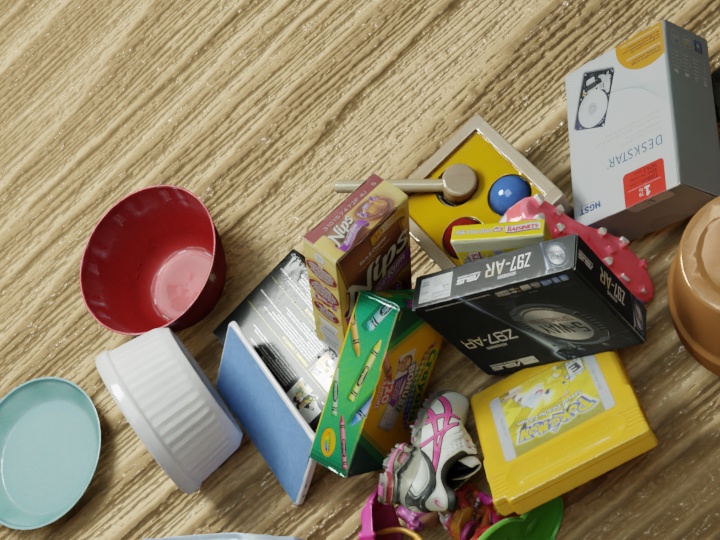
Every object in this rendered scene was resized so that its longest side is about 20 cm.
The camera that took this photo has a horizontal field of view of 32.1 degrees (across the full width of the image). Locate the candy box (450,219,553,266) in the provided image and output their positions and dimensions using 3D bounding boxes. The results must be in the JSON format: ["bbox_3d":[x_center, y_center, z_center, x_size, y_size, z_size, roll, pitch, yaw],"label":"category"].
[{"bbox_3d":[0.176,0.014,1.360,0.102,0.200,0.027,-2,56,24],"label":"candy box"}]

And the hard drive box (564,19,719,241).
[{"bbox_3d":[0.313,-0.150,1.396,0.156,0.077,0.201,-27,56,48],"label":"hard drive box"}]

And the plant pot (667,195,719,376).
[{"bbox_3d":[0.408,0.005,1.292,0.199,0.140,0.201,-9,68,22],"label":"plant pot"}]

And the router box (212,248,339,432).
[{"bbox_3d":[-0.068,0.093,1.524,0.149,0.051,0.200,-45,59,5],"label":"router box"}]

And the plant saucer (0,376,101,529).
[{"bbox_3d":[-0.414,0.240,1.634,0.199,0.036,0.201,-8,67,21],"label":"plant saucer"}]

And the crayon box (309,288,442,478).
[{"bbox_3d":[0.023,0.122,1.397,0.058,0.119,0.201,23,103,30],"label":"crayon box"}]

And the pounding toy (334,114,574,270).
[{"bbox_3d":[0.113,-0.074,1.455,0.184,0.142,0.200,-44,59,3],"label":"pounding toy"}]

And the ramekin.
[{"bbox_3d":[-0.221,0.159,1.491,0.094,0.203,0.203,-35,59,-5],"label":"ramekin"}]

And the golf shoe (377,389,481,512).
[{"bbox_3d":[0.091,0.200,1.357,0.092,0.200,0.073,13,120,17],"label":"golf shoe"}]

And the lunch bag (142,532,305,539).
[{"bbox_3d":[-0.150,0.388,1.406,0.199,0.127,0.170,-12,63,30],"label":"lunch bag"}]

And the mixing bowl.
[{"bbox_3d":[-0.249,0.002,1.609,0.199,0.108,0.201,-8,67,20],"label":"mixing bowl"}]

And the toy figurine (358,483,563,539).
[{"bbox_3d":[0.089,0.280,1.350,0.184,0.150,0.200,23,59,39],"label":"toy figurine"}]

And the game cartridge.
[{"bbox_3d":[0.207,0.158,1.323,0.176,0.032,0.200,-30,23,11],"label":"game cartridge"}]

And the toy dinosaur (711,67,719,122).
[{"bbox_3d":[0.423,-0.201,1.417,0.200,0.077,0.102,-55,39,12],"label":"toy dinosaur"}]

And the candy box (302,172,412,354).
[{"bbox_3d":[0.000,0.000,1.394,0.056,0.200,0.117,35,64,26],"label":"candy box"}]

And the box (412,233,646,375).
[{"bbox_3d":[0.180,0.041,1.336,0.199,0.160,0.044,-15,50,34],"label":"box"}]

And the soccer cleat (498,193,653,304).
[{"bbox_3d":[0.235,-0.015,1.374,0.076,0.200,0.067,-38,33,42],"label":"soccer cleat"}]

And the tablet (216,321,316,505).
[{"bbox_3d":[-0.112,0.169,1.486,0.014,0.130,0.200,-18,54,-31],"label":"tablet"}]
